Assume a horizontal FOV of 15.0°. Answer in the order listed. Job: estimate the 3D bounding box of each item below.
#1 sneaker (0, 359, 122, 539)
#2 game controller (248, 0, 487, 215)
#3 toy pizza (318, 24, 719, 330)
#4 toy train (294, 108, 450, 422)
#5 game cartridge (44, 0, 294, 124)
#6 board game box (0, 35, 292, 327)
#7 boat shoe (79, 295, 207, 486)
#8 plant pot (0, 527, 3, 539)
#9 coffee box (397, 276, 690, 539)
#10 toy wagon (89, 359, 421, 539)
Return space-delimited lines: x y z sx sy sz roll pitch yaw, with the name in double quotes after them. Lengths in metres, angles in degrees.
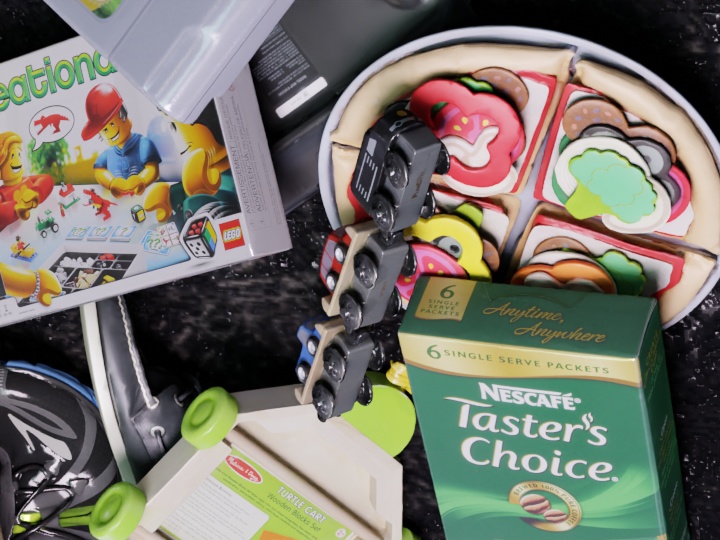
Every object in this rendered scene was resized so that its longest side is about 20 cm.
-0.166 0.137 1.485 0.071 0.083 0.200 0 119 23 "sneaker"
-0.030 -0.094 1.319 0.200 0.042 0.104 -33 88 35 "game controller"
0.076 -0.029 1.283 0.200 0.032 0.200 8 132 9 "toy pizza"
0.000 0.000 1.292 0.046 0.034 0.200 52 144 30 "toy train"
-0.103 -0.175 1.226 0.200 0.040 0.133 43 98 27 "game cartridge"
-0.131 -0.050 1.346 0.200 0.035 0.127 -15 88 37 "board game box"
-0.099 0.086 1.439 0.066 0.075 0.200 -14 108 -2 "boat shoe"
-0.222 0.166 1.494 0.027 0.200 0.200 -9 126 -22 "plant pot"
0.093 0.090 1.337 0.123 0.044 0.200 7 136 19 "coffee box"
-0.037 0.119 1.411 0.200 0.040 0.155 -46 121 8 "toy wagon"
